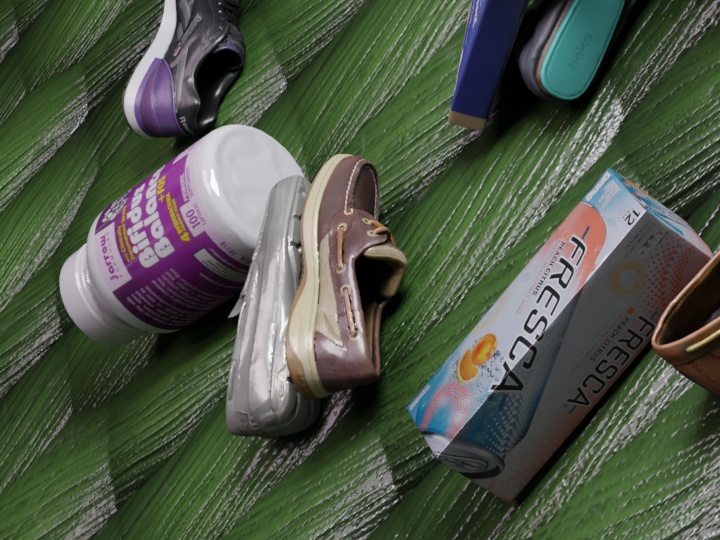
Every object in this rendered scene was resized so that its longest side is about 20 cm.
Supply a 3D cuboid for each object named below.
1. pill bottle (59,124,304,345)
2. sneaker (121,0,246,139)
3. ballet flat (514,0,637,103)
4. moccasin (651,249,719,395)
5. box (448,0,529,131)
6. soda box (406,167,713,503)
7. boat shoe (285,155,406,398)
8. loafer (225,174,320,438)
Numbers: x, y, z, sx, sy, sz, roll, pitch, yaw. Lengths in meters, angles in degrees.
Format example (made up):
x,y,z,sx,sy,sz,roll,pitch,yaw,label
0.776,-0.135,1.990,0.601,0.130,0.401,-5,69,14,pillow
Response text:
x,y,z,sx,sy,sz,roll,pitch,yaw,label
-0.138,-0.020,1.963,0.200,0.112,0.112,-33,38,37,pill bottle
-0.122,-0.199,2.165,0.088,0.076,0.200,3,69,41,sneaker
0.165,-0.206,1.729,0.200,0.073,0.073,-59,30,7,ballet flat
0.238,-0.023,1.439,0.201,0.078,0.074,-49,31,16,moccasin
0.102,-0.206,1.750,0.200,0.032,0.121,110,175,-47,box
0.121,0.040,1.563,0.200,0.068,0.064,-51,30,11,soda box
0.000,0.000,1.786,0.072,0.072,0.200,-9,45,22,boat shoe
-0.063,0.024,1.837,0.070,0.070,0.200,-12,56,29,loafer
